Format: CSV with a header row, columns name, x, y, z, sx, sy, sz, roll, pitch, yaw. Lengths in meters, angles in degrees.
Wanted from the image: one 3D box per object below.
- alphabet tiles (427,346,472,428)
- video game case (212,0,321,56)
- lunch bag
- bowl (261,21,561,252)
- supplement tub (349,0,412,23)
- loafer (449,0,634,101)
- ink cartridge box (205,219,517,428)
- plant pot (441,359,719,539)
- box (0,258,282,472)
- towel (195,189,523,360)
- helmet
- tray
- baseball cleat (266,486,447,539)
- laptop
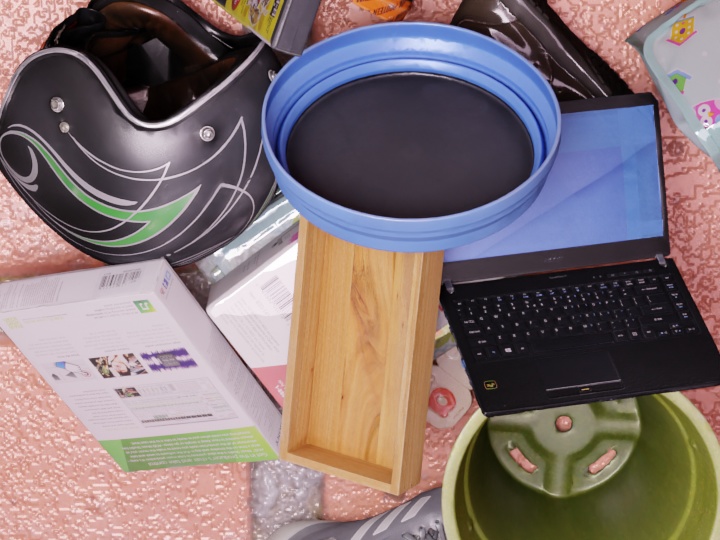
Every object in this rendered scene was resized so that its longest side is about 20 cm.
name,x,y,z,sx,sy,sz,roll,pitch,yaw
alphabet tiles,0.027,0.020,1.617,0.195,0.015,0.200,38,101,-5
video game case,-0.047,-0.266,1.469,0.025,0.181,0.201,14,104,-26
lunch bag,0.287,-0.156,1.478,0.170,0.200,0.122,-33,101,9
bowl,0.033,-0.089,1.421,0.200,0.201,0.039,1,135,0
supplement tub,0.039,-0.282,1.491,0.122,0.123,0.200,31,102,-6
loafer,0.142,-0.136,1.558,0.071,0.073,0.200,-40,95,19
ink cartridge box,0.002,0.005,1.526,0.200,0.068,0.117,-36,101,9
plant pot,0.155,0.136,1.554,0.199,0.190,0.201,0,104,0
box,-0.158,0.074,1.549,0.144,0.036,0.200,-7,136,27
towel,0.000,0.000,1.585,0.200,0.048,0.171,-33,102,9
helmet,-0.144,-0.096,1.503,0.190,0.200,0.201,28,102,2
tray,0.002,0.044,1.462,0.098,0.037,0.201,14,107,28
baseball cleat,0.022,0.222,1.619,0.199,0.107,0.070,-14,116,9
laptop,0.145,-0.014,1.446,0.176,0.200,0.104,-7,133,-11
